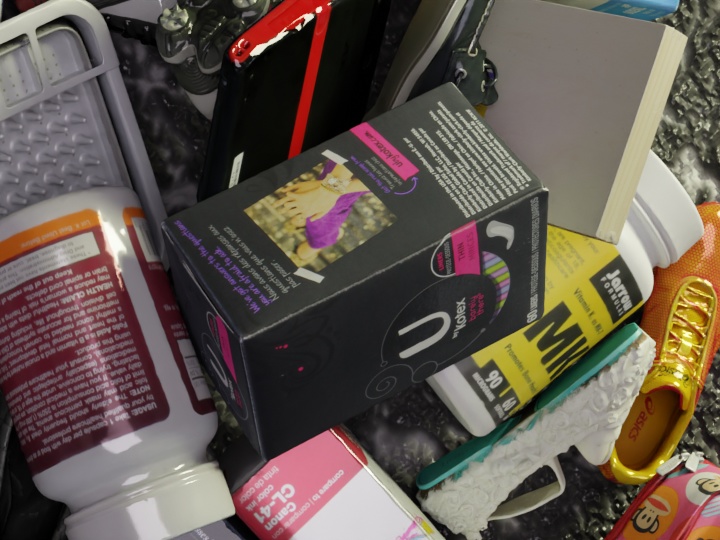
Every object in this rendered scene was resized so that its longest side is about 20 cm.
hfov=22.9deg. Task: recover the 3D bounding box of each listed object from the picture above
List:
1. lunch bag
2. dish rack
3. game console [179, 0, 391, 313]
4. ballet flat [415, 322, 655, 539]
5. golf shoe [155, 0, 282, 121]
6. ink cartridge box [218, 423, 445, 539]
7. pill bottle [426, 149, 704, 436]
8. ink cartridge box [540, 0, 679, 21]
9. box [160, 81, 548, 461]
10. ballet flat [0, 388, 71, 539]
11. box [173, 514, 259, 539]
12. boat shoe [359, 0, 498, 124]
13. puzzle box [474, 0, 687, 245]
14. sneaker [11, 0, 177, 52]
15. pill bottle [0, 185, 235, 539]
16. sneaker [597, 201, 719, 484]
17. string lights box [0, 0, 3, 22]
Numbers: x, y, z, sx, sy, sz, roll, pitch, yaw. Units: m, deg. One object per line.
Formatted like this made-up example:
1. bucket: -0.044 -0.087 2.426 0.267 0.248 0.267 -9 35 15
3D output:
1. lunch bag: 0.250 0.218 1.183 0.199 0.082 0.177 37 89 -28
2. dish rack: -0.213 -0.053 1.105 0.171 0.043 0.202 -32 118 -33
3. game console: -0.047 -0.086 1.077 0.031 0.177 0.201 30 132 18
4. ballet flat: 0.125 0.111 1.171 0.199 0.072 0.072 -37 98 22
5. golf shoe: -0.048 -0.177 1.094 0.077 0.088 0.200 27 65 31
6. ink cartridge box: 0.003 0.177 1.139 0.085 0.148 0.200 -40 97 -3
7. pill bottle: 0.118 0.004 1.159 0.200 0.114 0.115 -40 97 -3
8. ink cartridge box: 0.114 -0.254 1.157 0.198 0.084 0.147 10 93 -8
9. box: 0.000 0.000 1.035 0.199 0.123 0.106 -27 53 -15
10. ballet flat: -0.192 0.128 1.073 0.066 0.057 0.202 16 71 -25
11. box: -0.116 0.258 1.140 0.197 0.124 0.200 -44 97 -1
12. boat shoe: 0.053 -0.113 1.110 0.066 0.075 0.201 24 102 -15
13. puzzle box: 0.103 -0.104 1.122 0.025 0.199 0.134 17 93 -44
14. sneaker: -0.124 -0.169 1.138 0.198 0.071 0.099 -6 92 -8
15. pill bottle: -0.150 0.063 1.032 0.113 0.114 0.202 -20 84 -6
16. sneaker: 0.216 0.052 1.194 0.072 0.077 0.202 19 90 -8
17. string lights box: -0.290 -0.087 1.127 0.102 0.059 0.202 8 93 -11
